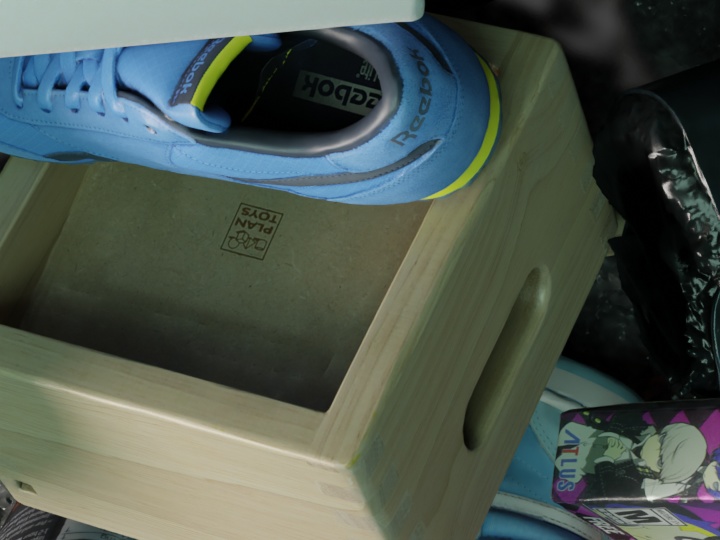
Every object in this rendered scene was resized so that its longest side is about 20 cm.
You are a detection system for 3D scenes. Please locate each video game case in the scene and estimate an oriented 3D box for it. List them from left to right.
[{"bbox_3d":[0.186,0.088,0.921,0.181,0.036,0.200,-4,156,33],"label":"video game case"}]

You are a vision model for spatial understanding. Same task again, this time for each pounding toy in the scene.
[{"bbox_3d":[0.000,0.000,0.927,0.184,0.200,0.142,14,152,25],"label":"pounding toy"}]

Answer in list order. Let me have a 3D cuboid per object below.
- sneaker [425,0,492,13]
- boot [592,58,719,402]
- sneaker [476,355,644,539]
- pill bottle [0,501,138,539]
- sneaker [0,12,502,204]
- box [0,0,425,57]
[{"bbox_3d":[0.038,-0.154,0.905,0.076,0.091,0.200,6,145,-29],"label":"sneaker"},{"bbox_3d":[0.154,-0.067,0.875,0.168,0.076,0.200,-18,123,-24],"label":"boot"},{"bbox_3d":[-0.004,0.075,0.984,0.200,0.131,0.080,15,142,4],"label":"sneaker"},{"bbox_3d":[-0.089,0.133,0.997,0.106,0.200,0.106,5,117,9],"label":"pill bottle"},{"bbox_3d":[-0.059,-0.061,0.841,0.200,0.078,0.066,9,89,24],"label":"sneaker"},{"bbox_3d":[-0.074,-0.147,0.835,0.152,0.200,0.107,-6,116,-9],"label":"box"}]
